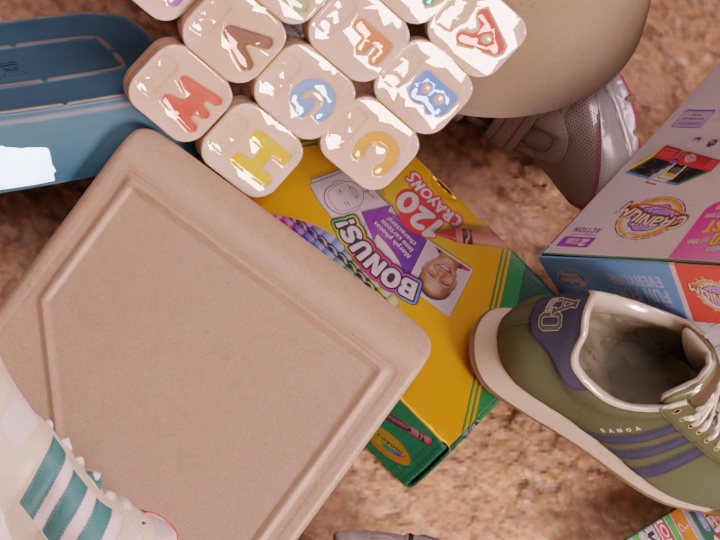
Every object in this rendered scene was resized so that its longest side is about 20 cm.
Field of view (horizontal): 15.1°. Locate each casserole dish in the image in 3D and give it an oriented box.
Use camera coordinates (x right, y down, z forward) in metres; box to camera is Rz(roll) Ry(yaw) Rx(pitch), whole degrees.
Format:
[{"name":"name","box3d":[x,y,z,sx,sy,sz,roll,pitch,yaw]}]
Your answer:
[{"name":"casserole dish","box3d":[-0.169,-0.089,1.374,0.200,0.039,0.121,-11,37,-28]}]

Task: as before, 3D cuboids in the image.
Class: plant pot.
[{"name":"plant pot","box3d":[0.069,-0.200,1.435,0.200,0.135,0.200,5,53,-7]}]

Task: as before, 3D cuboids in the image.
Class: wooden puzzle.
[{"name":"wooden puzzle","box3d":[-0.092,0.059,1.338,0.185,0.037,0.200,37,78,-3]}]

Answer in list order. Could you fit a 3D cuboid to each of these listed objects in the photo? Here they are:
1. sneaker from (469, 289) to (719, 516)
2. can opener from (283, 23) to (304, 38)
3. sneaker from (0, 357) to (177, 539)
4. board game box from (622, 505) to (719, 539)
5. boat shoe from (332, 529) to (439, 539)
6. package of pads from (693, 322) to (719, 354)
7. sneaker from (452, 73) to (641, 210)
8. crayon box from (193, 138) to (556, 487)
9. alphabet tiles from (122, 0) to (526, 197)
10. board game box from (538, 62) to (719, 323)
[{"name":"sneaker","box3d":[0.158,0.067,1.385,0.200,0.090,0.067,28,62,-22]},{"name":"can opener","box3d":[-0.091,-0.165,1.484,0.200,0.053,0.066,30,21,-9]},{"name":"sneaker","box3d":[-0.141,0.115,1.277,0.093,0.070,0.200,-17,85,-25]},{"name":"board game box","box3d":[0.218,0.209,1.427,0.135,0.029,0.200,-27,77,-32]},{"name":"boat shoe","box3d":[-0.003,0.216,1.302,0.066,0.072,0.200,9,67,1]},{"name":"package of pads","box3d":[0.261,-0.038,1.502,0.068,0.154,0.200,47,54,-10]},{"name":"sneaker","box3d":[0.074,-0.105,1.506,0.088,0.081,0.200,-27,69,-31]},{"name":"crayon box","box3d":[0.000,0.000,1.423,0.200,0.058,0.119,45,55,3]},{"name":"alphabet tiles","box3d":[-0.019,-0.133,1.344,0.196,0.200,0.015,39,9,-28]},{"name":"board game box","box3d":[0.209,-0.053,1.421,0.200,0.153,0.040,-45,117,-25]}]
